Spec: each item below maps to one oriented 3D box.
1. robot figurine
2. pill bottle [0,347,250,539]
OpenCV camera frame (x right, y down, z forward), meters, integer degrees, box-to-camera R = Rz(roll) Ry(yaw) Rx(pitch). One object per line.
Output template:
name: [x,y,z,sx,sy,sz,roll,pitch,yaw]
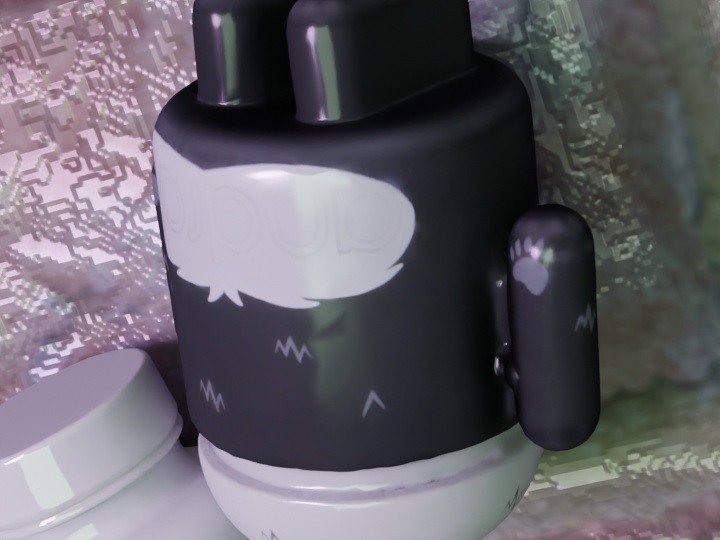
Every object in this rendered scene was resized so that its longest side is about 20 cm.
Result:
robot figurine: [0.000,-0.001,0.660,0.124,0.150,0.202,-9,111,-7]
pill bottle: [-0.068,0.135,0.735,0.110,0.111,0.201,-21,106,20]
